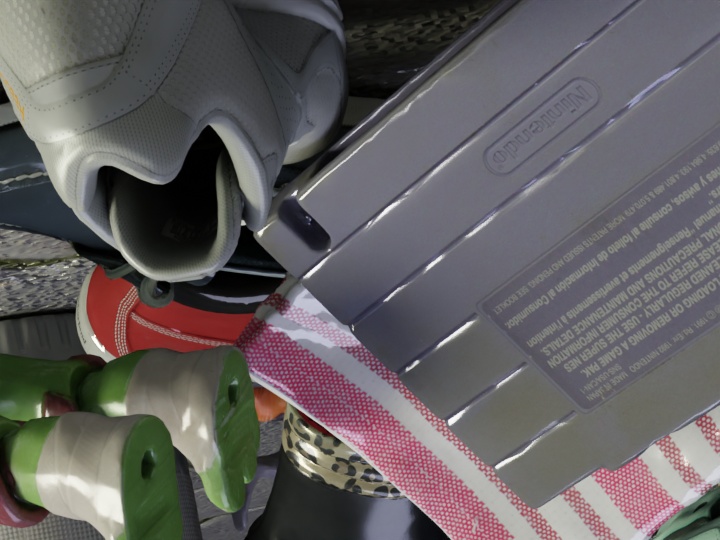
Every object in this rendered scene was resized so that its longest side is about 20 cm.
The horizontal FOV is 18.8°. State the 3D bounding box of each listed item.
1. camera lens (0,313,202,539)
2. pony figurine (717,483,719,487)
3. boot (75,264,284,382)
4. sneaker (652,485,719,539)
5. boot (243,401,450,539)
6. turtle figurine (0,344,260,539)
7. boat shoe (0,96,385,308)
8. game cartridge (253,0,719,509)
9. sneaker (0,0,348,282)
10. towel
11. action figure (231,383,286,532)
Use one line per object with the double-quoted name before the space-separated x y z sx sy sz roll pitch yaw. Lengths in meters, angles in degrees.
"camera lens" -0.152 0.135 1.010 0.159 0.201 0.160 -11 169 -2
"pony figurine" 0.158 0.030 0.936 0.200 0.194 0.166 24 145 -38
"boot" 0.000 0.000 0.853 0.199 0.073 0.144 -3 165 -22
"sneaker" 0.137 0.095 0.697 0.118 0.074 0.200 -31 168 17
"boot" 0.046 0.115 0.976 0.202 0.074 0.154 5 133 -11
"turtle figurine" -0.138 0.080 0.694 0.193 0.201 0.144 2 163 20
"boat shoe" -0.055 -0.021 0.704 0.199 0.062 0.073 -2 167 -38
"game cartridge" 0.077 -0.023 0.602 0.200 0.130 0.038 -38 -164 37
"sneaker" -0.047 -0.038 0.558 0.075 0.092 0.200 -15 169 14
"towel" 0.066 0.011 0.665 0.200 0.146 0.030 -46 -174 33
"action figure" 0.015 0.071 1.112 0.193 0.105 0.200 -14 -158 -19
